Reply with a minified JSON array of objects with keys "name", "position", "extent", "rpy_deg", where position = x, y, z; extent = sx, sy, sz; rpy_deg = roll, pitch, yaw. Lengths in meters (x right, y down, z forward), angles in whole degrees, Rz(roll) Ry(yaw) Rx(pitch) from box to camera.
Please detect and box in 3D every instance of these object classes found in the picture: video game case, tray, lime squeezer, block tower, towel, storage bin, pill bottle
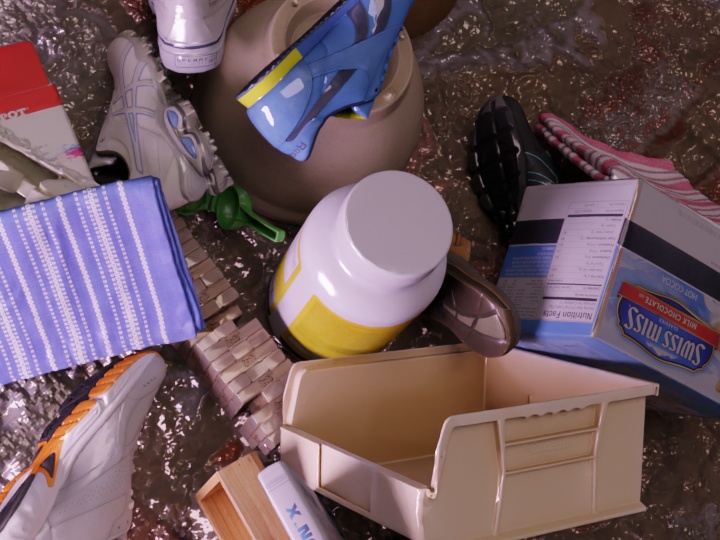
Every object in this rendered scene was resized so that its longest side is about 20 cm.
[{"name":"video game case","position":[0.000,0.227,0.864],"extent":[0.022,0.200,0.182],"rpy_deg":[-31,69,-4]},{"name":"tray","position":[-0.049,0.234,0.932],"extent":[0.037,0.099,0.200],"rpy_deg":[-28,81,-24]},{"name":"lime squeezer","position":[-0.135,-0.054,1.035],"extent":[0.200,0.038,0.071],"rpy_deg":[20,27,22]},{"name":"block tower","position":[-0.114,0.050,1.005],"extent":[0.058,0.054,0.200],"rpy_deg":[-34,82,-26]},{"name":"towel","position":[0.241,-0.082,1.098],"extent":[0.146,0.200,0.030],"rpy_deg":[21,105,-17]},{"name":"storage bin","position":[0.071,0.119,0.928],"extent":[0.198,0.200,0.094],"rpy_deg":[-4,99,-32]},{"name":"pill bottle","position":[0.000,0.000,0.978],"extent":[0.112,0.200,0.112],"rpy_deg":[6,69,-15]},{"name":"towel","position":[-0.222,0.016,0.915],"extent":[0.200,0.145,0.024],"rpy_deg":[-15,36,-6]}]

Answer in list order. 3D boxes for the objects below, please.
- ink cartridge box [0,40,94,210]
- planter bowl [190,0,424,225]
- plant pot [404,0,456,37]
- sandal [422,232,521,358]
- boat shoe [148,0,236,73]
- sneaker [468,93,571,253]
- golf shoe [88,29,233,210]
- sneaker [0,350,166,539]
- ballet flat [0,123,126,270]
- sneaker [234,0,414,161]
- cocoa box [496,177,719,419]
[{"name":"ink cartridge box","position":[-0.273,-0.067,0.991],"extent":[0.116,0.067,0.200],"rpy_deg":[-19,78,-22]},{"name":"planter bowl","position":[-0.031,-0.153,1.063],"extent":[0.200,0.135,0.200],"rpy_deg":[6,69,-16]},{"name":"plant pot","position":[0.037,-0.329,1.113],"extent":[0.186,0.200,0.187],"rpy_deg":[6,70,-15]},{"name":"sandal","position":[0.074,-0.001,1.030],"extent":[0.055,0.082,0.200],"rpy_deg":[-22,35,-23]},{"name":"boat shoe","position":[-0.134,-0.229,1.040],"extent":[0.073,0.067,0.200],"rpy_deg":[-4,33,-11]},{"name":"sneaker","position":[0.155,-0.059,1.129],"extent":[0.079,0.075,0.200],"rpy_deg":[-11,83,-30]},{"name":"golf shoe","position":[-0.181,-0.117,1.011],"extent":[0.097,0.078,0.200],"rpy_deg":[-30,46,-4]},{"name":"sneaker","position":[-0.195,0.151,0.944],"extent":[0.092,0.076,0.200],"rpy_deg":[44,61,-20]},{"name":"ballet flat","position":[-0.248,-0.058,0.920],"extent":[0.200,0.072,0.072],"rpy_deg":[32,64,-1]},{"name":"sneaker","position":[-0.005,-0.163,0.969],"extent":[0.078,0.066,0.200],"rpy_deg":[47,66,-11]},{"name":"cocoa box","position":[0.225,0.027,1.032],"extent":[0.200,0.133,0.131],"rpy_deg":[26,76,-31]}]
